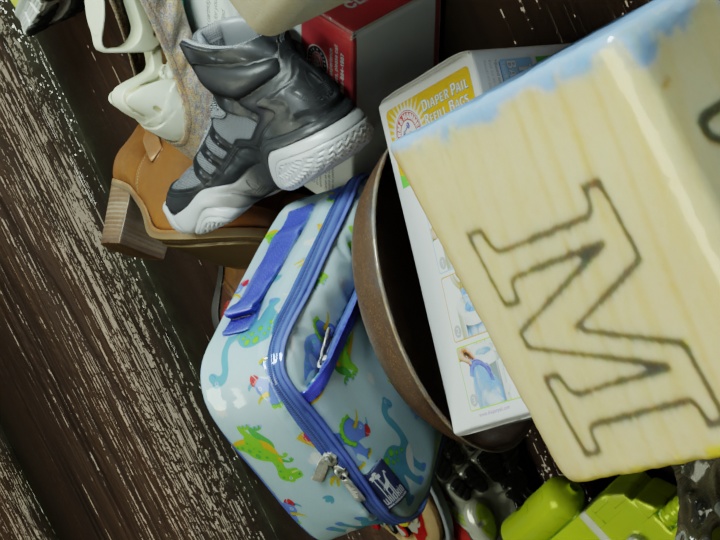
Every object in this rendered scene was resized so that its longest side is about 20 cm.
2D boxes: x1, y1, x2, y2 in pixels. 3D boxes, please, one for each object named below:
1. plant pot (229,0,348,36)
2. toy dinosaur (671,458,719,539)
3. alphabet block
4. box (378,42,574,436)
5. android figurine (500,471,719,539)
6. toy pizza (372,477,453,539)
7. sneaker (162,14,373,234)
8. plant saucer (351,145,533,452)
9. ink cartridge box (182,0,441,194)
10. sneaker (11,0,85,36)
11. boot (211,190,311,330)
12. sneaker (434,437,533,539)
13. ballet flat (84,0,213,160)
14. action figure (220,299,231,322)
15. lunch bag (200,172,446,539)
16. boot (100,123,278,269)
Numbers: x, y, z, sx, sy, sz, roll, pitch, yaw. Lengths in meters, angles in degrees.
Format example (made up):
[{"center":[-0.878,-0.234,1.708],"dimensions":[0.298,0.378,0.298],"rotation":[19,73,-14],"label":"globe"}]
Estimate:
[{"center":[-0.016,-0.243,0.960],"dimensions":[0.200,0.200,0.177],"rotation":[52,144,10],"label":"plant pot"},{"center":[0.195,0.066,1.070],"dimensions":[0.102,0.077,0.201],"rotation":[-2,90,44],"label":"toy dinosaur"},{"center":[0.171,-0.034,0.896],"dimensions":[0.196,0.195,0.201],"rotation":[-21,97,59],"label":"alphabet block"},{"center":[0.100,-0.020,1.028],"dimensions":[0.101,0.112,0.201],"rotation":[-24,78,57],"label":"box"},{"center":[0.179,0.212,1.192],"dimensions":[0.182,0.041,0.200],"rotation":[48,135,6],"label":"android figurine"},{"center":[-0.005,0.130,1.312],"dimensions":[0.200,0.032,0.200],"rotation":[49,162,21],"label":"toy pizza"},{"center":[-0.079,-0.098,1.139],"dimensions":[0.200,0.075,0.114],"rotation":[-22,99,51],"label":"sneaker"},{"center":[0.050,0.015,1.099],"dimensions":[0.034,0.200,0.201],"rotation":[-17,103,28],"label":"plant saucer"},{"center":[-0.046,-0.152,1.194],"dimensions":[0.200,0.084,0.145],"rotation":[34,141,32],"label":"ink cartridge box"},{"center":[-0.239,-0.253,1.382],"dimensions":[0.091,0.078,0.200],"rotation":[60,148,1],"label":"sneaker"},{"center":[-0.022,0.018,1.346],"dimensions":[0.199,0.068,0.189],"rotation":[10,120,39],"label":"boot"},{"center":[0.071,0.146,1.291],"dimensions":[0.085,0.077,0.201],"rotation":[-4,112,60],"label":"sneaker"},{"center":[-0.141,-0.144,1.189],"dimensions":[0.068,0.067,0.201],"rotation":[11,125,52],"label":"ballet flat"},{"center":[0.000,0.000,1.218],"dimensions":[0.199,0.052,0.066],"rotation":[-27,109,26],"label":"action figure"},{"center":[-0.009,0.049,1.101],"dimensions":[0.082,0.200,0.161],"rotation":[-18,120,33],"label":"lunch bag"},{"center":[-0.112,-0.085,1.302],"dimensions":[0.199,0.074,0.156],"rotation":[6,78,45],"label":"boot"}]
